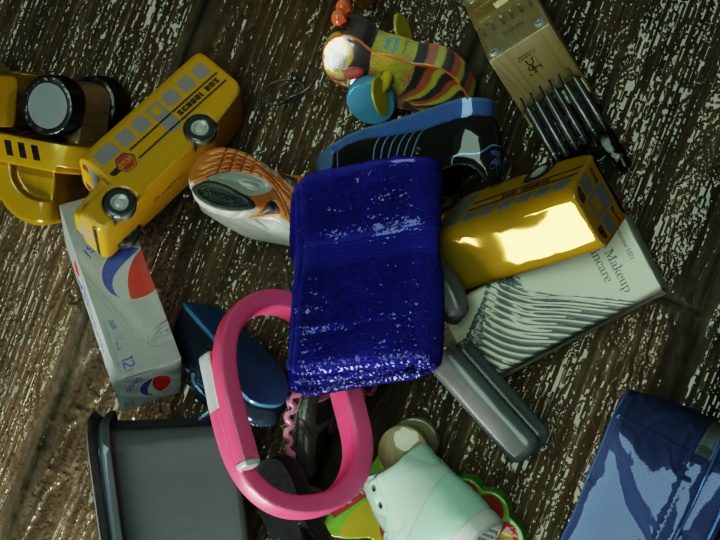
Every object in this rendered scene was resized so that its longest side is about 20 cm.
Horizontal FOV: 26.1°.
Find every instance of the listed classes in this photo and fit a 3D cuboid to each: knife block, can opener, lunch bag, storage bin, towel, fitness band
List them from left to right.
[{"bbox_3d":[-0.172,0.225,1.441,0.133,0.146,0.202,-6,92,-5],"label":"storage bin"},{"bbox_3d":[-0.061,0.113,1.336,0.037,0.142,0.202,-35,64,51],"label":"fitness band"},{"bbox_3d":[0.000,0.000,1.324,0.146,0.050,0.202,-13,62,24],"label":"towel"},{"bbox_3d":[0.091,0.074,1.335,0.066,0.053,0.201,-44,77,30],"label":"can opener"},{"bbox_3d":[0.175,-0.163,1.411,0.064,0.176,0.201,-30,32,11],"label":"knife block"},{"bbox_3d":[0.251,0.214,1.304,0.131,0.136,0.202,23,93,18],"label":"lunch bag"}]

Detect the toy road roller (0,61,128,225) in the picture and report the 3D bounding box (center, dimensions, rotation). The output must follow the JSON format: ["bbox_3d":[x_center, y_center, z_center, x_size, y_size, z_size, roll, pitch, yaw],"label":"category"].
[{"bbox_3d":[-0.335,-0.127,1.529,0.198,0.123,0.148,11,99,17],"label":"toy road roller"}]

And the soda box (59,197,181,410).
[{"bbox_3d":[-0.228,0.025,1.471,0.063,0.069,0.201,-16,61,-15],"label":"soda box"}]

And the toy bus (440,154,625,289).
[{"bbox_3d":[0.132,-0.037,1.354,0.199,0.078,0.065,-19,113,41],"label":"toy bus"}]

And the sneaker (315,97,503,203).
[{"bbox_3d":[0.042,-0.093,1.410,0.199,0.070,0.079,-18,74,37],"label":"sneaker"}]

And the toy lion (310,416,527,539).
[{"bbox_3d":[0.044,0.248,1.411,0.199,0.069,0.193,-33,84,12],"label":"toy lion"}]

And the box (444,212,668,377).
[{"bbox_3d":[0.167,0.029,1.382,0.199,0.068,0.083,-30,79,13],"label":"box"}]

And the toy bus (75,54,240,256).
[{"bbox_3d":[-0.194,-0.108,1.458,0.078,0.065,0.200,39,68,13],"label":"toy bus"}]

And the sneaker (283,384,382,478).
[{"bbox_3d":[-0.013,0.098,1.428,0.094,0.079,0.202,15,81,3],"label":"sneaker"}]

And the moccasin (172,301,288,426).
[{"bbox_3d":[-0.122,0.099,1.438,0.069,0.080,0.200,-67,28,14],"label":"moccasin"}]

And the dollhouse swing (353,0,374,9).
[{"bbox_3d":[-0.115,-0.288,1.431,0.181,0.200,0.177,-30,78,12],"label":"dollhouse swing"}]

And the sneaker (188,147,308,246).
[{"bbox_3d":[-0.064,-0.052,1.450,0.198,0.092,0.076,24,75,0],"label":"sneaker"}]

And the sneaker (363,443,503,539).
[{"bbox_3d":[0.032,0.242,1.360,0.118,0.073,0.201,50,119,26],"label":"sneaker"}]

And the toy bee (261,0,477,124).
[{"bbox_3d":[0.007,-0.190,1.421,0.198,0.109,0.132,-8,43,-5],"label":"toy bee"}]

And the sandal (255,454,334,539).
[{"bbox_3d":[-0.048,0.258,1.355,0.076,0.043,0.201,-49,63,35],"label":"sandal"}]
